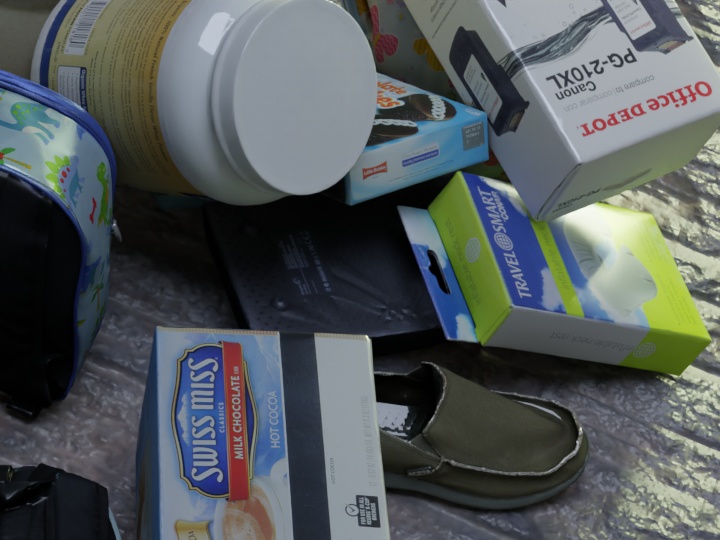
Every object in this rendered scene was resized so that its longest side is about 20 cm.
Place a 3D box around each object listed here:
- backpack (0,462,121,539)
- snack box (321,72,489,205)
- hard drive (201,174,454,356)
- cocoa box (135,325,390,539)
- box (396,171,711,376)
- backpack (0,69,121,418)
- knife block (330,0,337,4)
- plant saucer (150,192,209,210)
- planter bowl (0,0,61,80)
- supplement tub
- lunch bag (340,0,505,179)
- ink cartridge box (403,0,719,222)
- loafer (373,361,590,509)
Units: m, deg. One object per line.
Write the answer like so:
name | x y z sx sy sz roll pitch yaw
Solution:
backpack | -0.199 0.206 1.245 0.166 0.127 0.201 12 49 -14
snack box | -0.017 -0.101 1.554 0.116 0.037 0.200 -20 27 -31
hard drive | 0.000 0.000 1.531 0.199 0.042 0.135 -7 53 -23
cocoa box | -0.060 0.148 1.297 0.131 0.134 0.201 3 49 -10
box | 0.131 0.002 1.523 0.199 0.048 0.122 10 44 -34
backpack | -0.236 -0.037 1.393 0.182 0.200 0.147 16 48 0
knife block | -0.080 -0.220 1.579 0.064 0.176 0.201 -9 76 -27
plant saucer | -0.057 -0.070 1.580 0.199 0.019 0.070 -6 30 -20
planter bowl | -0.235 -0.186 1.566 0.199 0.135 0.201 7 49 -8
supplement tub | -0.100 -0.118 1.450 0.200 0.145 0.144 10 35 45
lunch bag | 0.090 -0.175 1.654 0.169 0.127 0.200 -20 69 -29
ink cartridge box | 0.138 -0.152 1.531 0.144 0.084 0.200 -21 73 -28
loafer | 0.054 0.102 1.441 0.199 0.070 0.075 3 50 -13
